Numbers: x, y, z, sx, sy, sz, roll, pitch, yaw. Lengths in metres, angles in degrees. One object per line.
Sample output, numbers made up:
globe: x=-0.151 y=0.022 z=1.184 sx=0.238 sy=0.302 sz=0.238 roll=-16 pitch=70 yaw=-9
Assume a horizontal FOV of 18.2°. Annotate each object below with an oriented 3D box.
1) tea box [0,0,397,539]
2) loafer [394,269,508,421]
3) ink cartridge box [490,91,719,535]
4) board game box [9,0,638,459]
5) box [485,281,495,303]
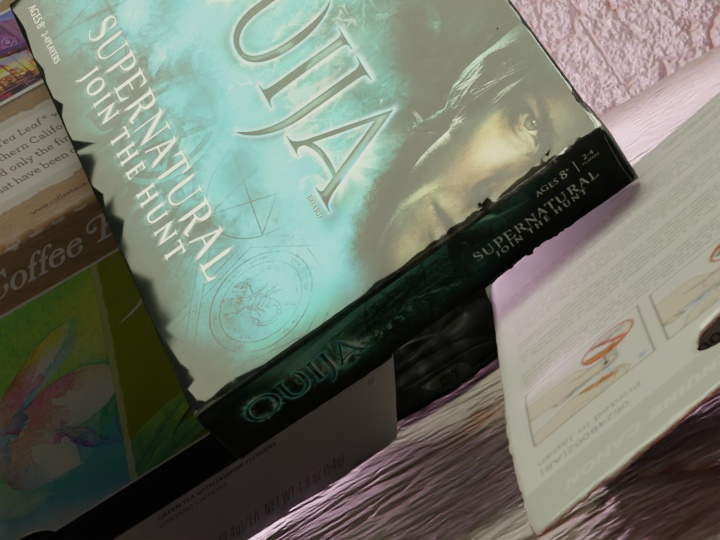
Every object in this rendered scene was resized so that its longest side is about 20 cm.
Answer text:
tea box: x=-0.105 y=0.010 z=0.803 sx=0.199 sy=0.133 sz=0.198 roll=-32 pitch=-42 yaw=-26
loafer: x=0.045 y=0.001 z=0.993 sx=0.073 sy=0.073 sz=0.200 roll=-30 pitch=1 yaw=28
ink cartridge box: x=0.107 y=-0.007 z=0.532 sx=0.160 sy=0.047 sz=0.200 roll=-40 pitch=11 yaw=10
board game box: x=-0.020 y=-0.056 z=0.664 sx=0.135 sy=0.200 sz=0.028 roll=-36 pitch=-43 yaw=6
box: x=0.160 y=-0.041 z=0.889 sx=0.199 sy=0.036 sz=0.144 roll=-31 pitch=2 yaw=-31
